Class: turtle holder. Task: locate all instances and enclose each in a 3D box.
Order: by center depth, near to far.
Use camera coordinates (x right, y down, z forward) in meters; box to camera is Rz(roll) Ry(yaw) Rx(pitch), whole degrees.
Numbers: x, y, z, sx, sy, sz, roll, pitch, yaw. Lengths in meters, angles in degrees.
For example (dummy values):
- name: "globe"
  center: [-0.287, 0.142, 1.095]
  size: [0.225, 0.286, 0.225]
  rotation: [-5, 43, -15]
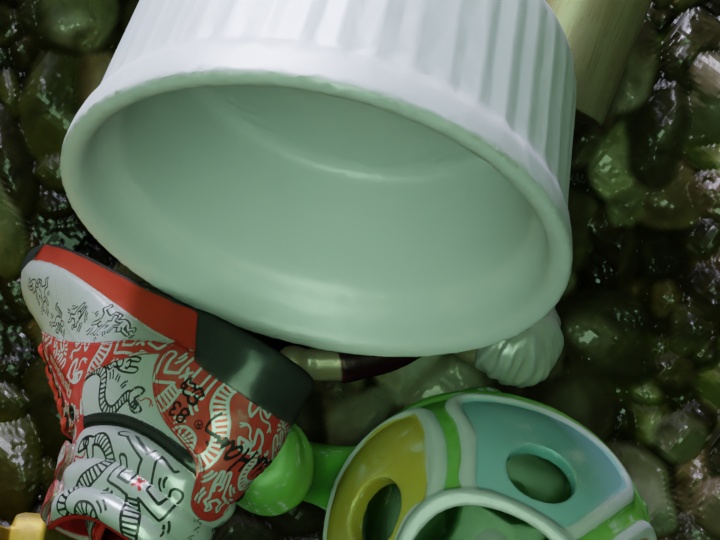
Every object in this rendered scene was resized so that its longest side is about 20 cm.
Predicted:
- name: "turtle holder"
  center: [0.044, 0.110, 0.724]
  size: [0.141, 0.132, 0.186]
  rotation: [-39, 85, 5]

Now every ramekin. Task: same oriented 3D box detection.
- name: "ramekin"
  center: [-0.009, -0.055, 0.661]
  size: [0.200, 0.200, 0.098]
  rotation: [10, 62, 6]

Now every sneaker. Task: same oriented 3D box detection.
- name: "sneaker"
  center: [-0.114, 0.059, 0.719]
  size: [0.201, 0.067, 0.108]
  rotation: [20, 74, 47]

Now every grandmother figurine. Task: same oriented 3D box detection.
- name: "grandmother figurine"
  center: [0.000, 0.000, 0.771]
  size: [0.200, 0.061, 0.121]
  rotation: [21, 83, 4]

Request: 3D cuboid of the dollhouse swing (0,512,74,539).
- name: "dollhouse swing"
  center: [-0.246, 0.173, 0.733]
  size: [0.200, 0.176, 0.182]
  rotation: [4, 89, 5]

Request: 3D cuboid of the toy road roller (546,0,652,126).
- name: "toy road roller"
  center: [0.027, -0.138, 0.724]
  size: [0.200, 0.146, 0.123]
  rotation: [21, 91, 6]
